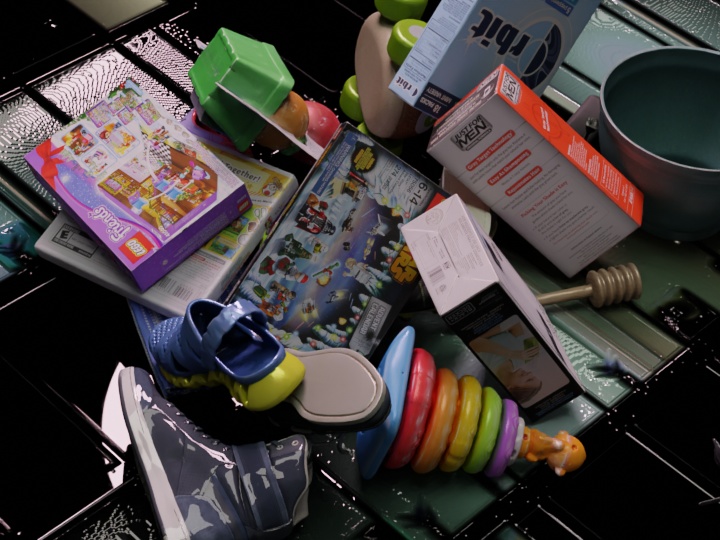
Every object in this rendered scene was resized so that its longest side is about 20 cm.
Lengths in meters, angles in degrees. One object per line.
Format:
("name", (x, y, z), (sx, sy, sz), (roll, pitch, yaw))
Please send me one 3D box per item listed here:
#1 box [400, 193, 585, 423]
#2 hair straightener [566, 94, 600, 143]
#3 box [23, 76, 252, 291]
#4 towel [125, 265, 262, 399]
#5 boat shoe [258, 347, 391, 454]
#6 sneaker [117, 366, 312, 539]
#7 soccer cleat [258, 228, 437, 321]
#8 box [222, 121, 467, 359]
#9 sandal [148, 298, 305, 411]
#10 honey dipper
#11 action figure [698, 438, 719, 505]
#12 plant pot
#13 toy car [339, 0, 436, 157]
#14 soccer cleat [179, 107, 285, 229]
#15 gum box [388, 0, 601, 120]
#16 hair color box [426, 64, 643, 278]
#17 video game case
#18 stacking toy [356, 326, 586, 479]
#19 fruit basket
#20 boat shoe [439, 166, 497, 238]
("box", (0.120, 0.036, 1.499), (0.060, 0.200, 0.117), (-31, 46, 9))
("hair straightener", (0.214, -0.137, 1.756), (0.041, 0.077, 0.200), (43, 43, 8))
("box", (-0.216, -0.087, 1.622), (0.137, 0.039, 0.200), (-38, 56, -13))
("towel", (-0.110, 0.046, 1.591), (0.199, 0.024, 0.145), (-12, 46, -17))
("boat shoe", (-0.034, 0.113, 1.441), (0.199, 0.062, 0.075), (-1, 49, 50))
("sneaker", (-0.120, 0.152, 1.432), (0.145, 0.077, 0.203), (-19, 57, -10))
("soccer cleat", (0.000, 0.000, 1.569), (0.199, 0.082, 0.068), (2, 20, -10))
("box", (-0.014, -0.014, 1.520), (0.137, 0.040, 0.201), (33, 86, -10))
("sandal", (-0.126, 0.058, 1.463), (0.079, 0.087, 0.199), (-42, 27, -27))
("honey dipper", (0.175, 0.028, 1.633), (0.199, 0.038, 0.038), (-10, 46, -12))
("action figure", (0.390, 0.163, 1.469), (0.199, 0.102, 0.119), (-24, 63, -29))
("plant pot", (0.334, -0.116, 1.724), (0.199, 0.135, 0.201), (3, 43, -3))
("toy car", (0.098, -0.200, 1.781), (0.199, 0.165, 0.158), (6, 42, -18))
("soccer cleat", (-0.125, -0.095, 1.686), (0.200, 0.077, 0.067), (39, 10, 34))
("gum box", (0.141, -0.233, 1.683), (0.170, 0.201, 0.045), (20, 16, -50))
("hair color box", (0.172, -0.095, 1.638), (0.200, 0.101, 0.061), (40, 34, -17))
("video game case", (-0.189, -0.052, 1.630), (0.199, 0.023, 0.182), (23, 65, 27))
("stacking toy", (0.103, 0.139, 1.474), (0.199, 0.110, 0.117), (15, 53, -6))
("fruit basket", (-0.079, -0.147, 1.684), (0.094, 0.200, 0.185), (-45, 28, 9))
("boat shoe", (0.106, -0.061, 1.690), (0.072, 0.061, 0.202), (20, 35, 2))
